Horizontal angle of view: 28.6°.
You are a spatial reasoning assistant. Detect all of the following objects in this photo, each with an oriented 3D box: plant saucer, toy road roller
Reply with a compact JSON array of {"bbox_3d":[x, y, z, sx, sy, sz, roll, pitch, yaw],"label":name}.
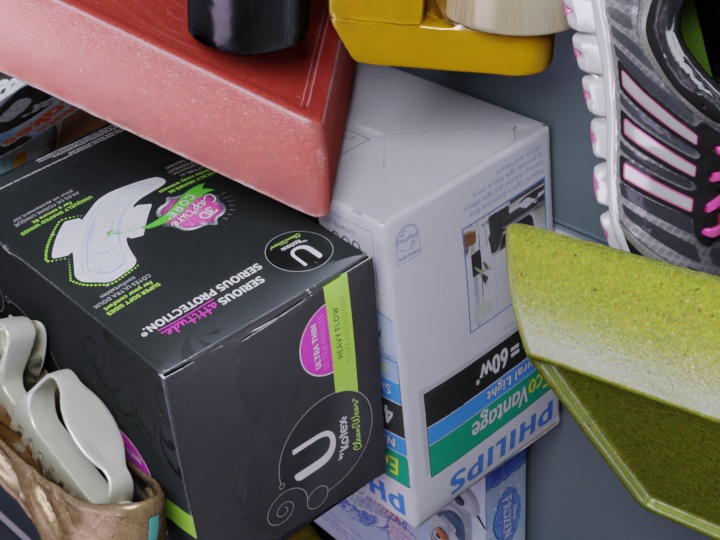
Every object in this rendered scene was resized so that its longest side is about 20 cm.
[{"bbox_3d":[-0.089,-0.128,0.702,0.200,0.200,0.037,24,122,-10],"label":"plant saucer"},{"bbox_3d":[0.013,-0.179,0.651,0.199,0.146,0.123,7,124,8],"label":"toy road roller"},{"bbox_3d":[0.164,0.075,0.627,0.199,0.048,0.200,19,155,48],"label":"plant saucer"}]

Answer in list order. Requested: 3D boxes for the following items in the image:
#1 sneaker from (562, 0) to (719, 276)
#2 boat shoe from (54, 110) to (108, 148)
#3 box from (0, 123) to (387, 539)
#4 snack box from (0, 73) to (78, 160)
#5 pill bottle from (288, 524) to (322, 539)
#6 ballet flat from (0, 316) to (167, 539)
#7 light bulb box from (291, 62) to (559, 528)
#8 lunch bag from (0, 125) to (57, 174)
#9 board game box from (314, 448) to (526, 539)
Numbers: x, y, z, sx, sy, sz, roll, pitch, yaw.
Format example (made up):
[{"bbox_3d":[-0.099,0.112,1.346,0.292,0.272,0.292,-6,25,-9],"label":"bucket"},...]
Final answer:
[{"bbox_3d":[0.146,-0.059,0.583,0.087,0.074,0.200,11,123,54],"label":"sneaker"},{"bbox_3d":[-0.200,-0.052,1.028,0.072,0.068,0.201,-13,78,40],"label":"boat shoe"},{"bbox_3d":[-0.098,0.034,0.728,0.200,0.124,0.149,33,141,40],"label":"box"},{"bbox_3d":[-0.205,-0.120,0.891,0.037,0.200,0.116,59,-172,3],"label":"snack box"},{"bbox_3d":[-0.094,0.226,1.151,0.200,0.111,0.111,51,149,14],"label":"pill bottle"},{"bbox_3d":[-0.157,0.068,0.669,0.200,0.068,0.072,42,124,29],"label":"ballet flat"},{"bbox_3d":[0.000,0.000,0.799,0.198,0.125,0.200,28,137,41],"label":"light bulb box"},{"bbox_3d":[-0.291,-0.143,1.050,0.200,0.122,0.171,-114,17,-45],"label":"lunch bag"},{"bbox_3d":[0.026,0.135,0.960,0.200,0.043,0.199,32,140,37],"label":"board game box"}]
